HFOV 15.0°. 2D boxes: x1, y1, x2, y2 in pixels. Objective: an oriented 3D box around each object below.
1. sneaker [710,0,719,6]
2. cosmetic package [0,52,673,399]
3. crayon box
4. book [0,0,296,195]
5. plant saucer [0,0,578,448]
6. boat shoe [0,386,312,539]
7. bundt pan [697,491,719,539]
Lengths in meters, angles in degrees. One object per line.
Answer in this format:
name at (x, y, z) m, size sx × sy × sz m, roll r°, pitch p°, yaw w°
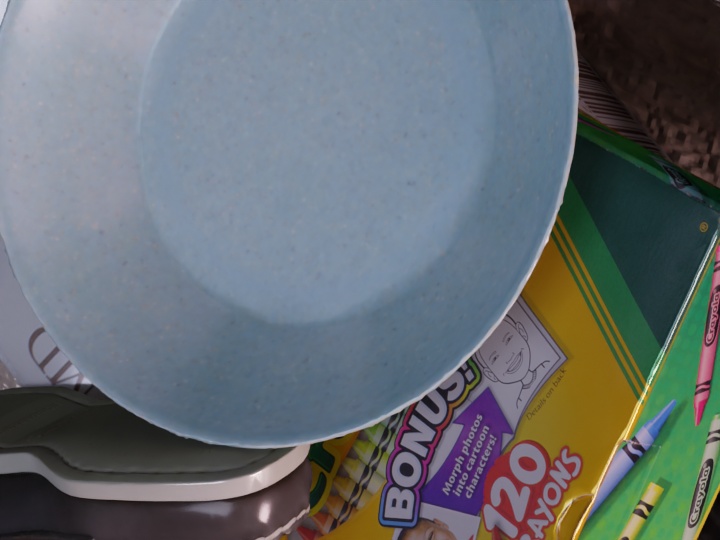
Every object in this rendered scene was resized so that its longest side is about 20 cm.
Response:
sneaker at (0.101, -0.130, 0.972) m, size 0.200 × 0.078 × 0.086 m, roll 37°, pitch 130°, yaw 35°
cosmetic package at (0.000, 0.000, 0.987) m, size 0.200 × 0.166 × 0.168 m, roll -45°, pitch 75°, yaw 17°
crayon box at (0.045, 0.054, 0.827) m, size 0.119 × 0.058 × 0.201 m, roll 32°, pitch 104°, yaw 43°
book at (-0.048, -0.110, 0.880) m, size 0.200 × 0.048 × 0.134 m, roll -42°, pitch 85°, yaw 14°
plant saucer at (-0.020, -0.047, 0.823) m, size 0.200 × 0.039 × 0.202 m, roll -2°, pitch 86°, yaw 27°
boat shoe at (-0.079, 0.075, 0.880) m, size 0.201 × 0.072 × 0.061 m, roll 0°, pitch 110°, yaw 51°
bundt pan at (0.155, 0.096, 0.864) m, size 0.201 × 0.203 × 0.076 m, roll 8°, pitch 150°, yaw 36°
